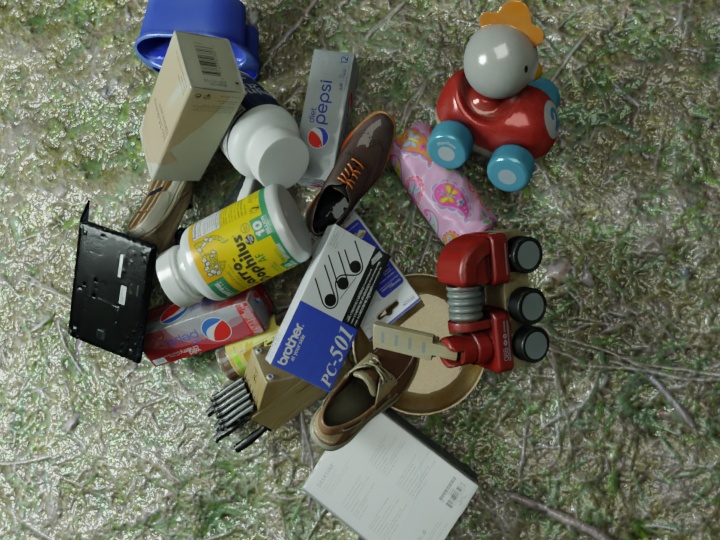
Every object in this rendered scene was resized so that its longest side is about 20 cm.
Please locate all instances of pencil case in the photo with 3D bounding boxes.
[{"bbox_3d":[0.119,-0.120,0.845,0.087,0.087,0.202,-35,80,3],"label":"pencil case"}]

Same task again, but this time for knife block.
[{"bbox_3d":[-0.124,0.190,0.851,0.064,0.197,0.178,56,138,37],"label":"knife block"}]

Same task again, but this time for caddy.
[{"bbox_3d":[-0.250,-0.348,0.894,0.195,0.141,0.107,4,81,10],"label":"caddy"}]

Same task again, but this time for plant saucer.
[{"bbox_3d":[0.087,0.107,0.844,0.196,0.035,0.205,-1,83,9],"label":"plant saucer"}]

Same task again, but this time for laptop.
[{"bbox_3d":[-0.373,0.011,0.862,0.196,0.103,0.181,17,106,13],"label":"laptop"}]

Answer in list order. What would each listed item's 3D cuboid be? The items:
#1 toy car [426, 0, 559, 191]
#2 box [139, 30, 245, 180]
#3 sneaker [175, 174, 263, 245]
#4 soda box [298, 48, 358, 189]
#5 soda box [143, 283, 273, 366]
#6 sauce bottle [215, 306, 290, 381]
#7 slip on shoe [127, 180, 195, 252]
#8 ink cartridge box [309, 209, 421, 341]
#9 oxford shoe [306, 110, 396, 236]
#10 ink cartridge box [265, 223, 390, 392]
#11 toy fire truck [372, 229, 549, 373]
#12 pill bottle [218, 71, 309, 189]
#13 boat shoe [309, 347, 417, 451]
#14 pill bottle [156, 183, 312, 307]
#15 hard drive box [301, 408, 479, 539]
[{"bbox_3d":[0.196,-0.250,0.756,0.174,0.201,0.186,23,59,10],"label":"toy car"},{"bbox_3d":[-0.237,-0.217,0.792,0.200,0.077,0.096,-43,62,47],"label":"box"},{"bbox_3d":[-0.228,-0.073,0.893,0.110,0.073,0.204,16,87,8],"label":"sneaker"},{"bbox_3d":[-0.053,-0.231,0.890,0.067,0.063,0.205,9,85,8],"label":"soda box"},{"bbox_3d":[-0.233,0.075,0.858,0.196,0.071,0.064,-18,123,14],"label":"soda box"},{"bbox_3d":[-0.121,0.096,0.862,0.197,0.065,0.066,-29,80,6],"label":"sauce bottle"},{"bbox_3d":[-0.288,-0.120,0.896,0.075,0.061,0.203,-14,45,35],"label":"slip on shoe"},{"bbox_3d":[0.000,0.000,0.845,0.094,0.037,0.201,-38,62,4],"label":"ink cartridge box"},{"bbox_3d":[-0.010,-0.132,0.810,0.070,0.073,0.202,29,101,-8],"label":"oxford shoe"},{"bbox_3d":[-0.042,0.049,0.776,0.093,0.044,0.203,28,82,-17],"label":"ink cartridge box"},{"bbox_3d":[0.123,0.046,0.747,0.196,0.128,0.180,-10,98,-22],"label":"toy fire truck"},{"bbox_3d":[-0.156,-0.205,0.842,0.111,0.111,0.200,-43,53,2],"label":"pill bottle"},{"bbox_3d":[0.014,0.155,0.764,0.075,0.072,0.200,37,61,14],"label":"boat shoe"},{"bbox_3d":[-0.175,-0.028,0.790,0.197,0.113,0.115,-24,81,10],"label":"pill bottle"},{"bbox_3d":[0.043,0.297,0.809,0.198,0.077,0.157,35,89,10],"label":"hard drive box"}]
